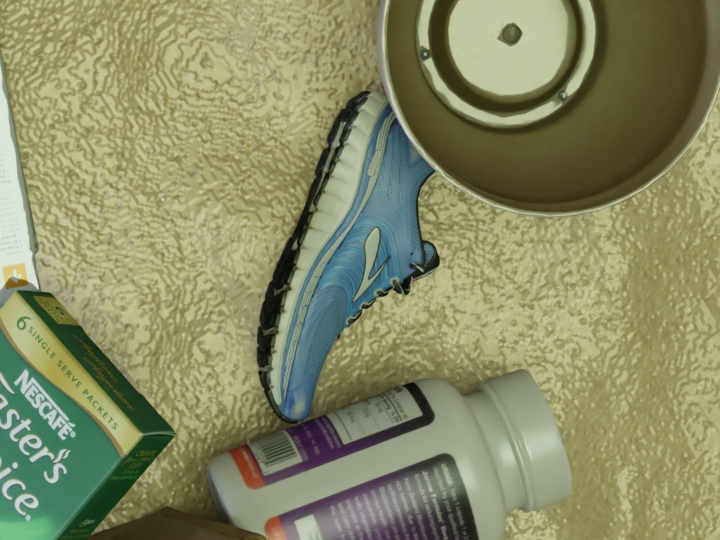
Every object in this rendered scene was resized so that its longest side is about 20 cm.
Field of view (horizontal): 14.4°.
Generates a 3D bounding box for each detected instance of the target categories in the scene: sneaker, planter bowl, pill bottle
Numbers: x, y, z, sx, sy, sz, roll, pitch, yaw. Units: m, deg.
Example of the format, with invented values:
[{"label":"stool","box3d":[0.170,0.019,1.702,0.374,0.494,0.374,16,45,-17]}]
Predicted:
[{"label":"sneaker","box3d":[0.000,0.000,1.687,0.089,0.079,0.201,23,93,-10]},{"label":"planter bowl","box3d":[0.097,-0.135,1.656,0.199,0.135,0.202,-1,95,-10]},{"label":"pill bottle","box3d":[0.019,0.130,1.689,0.199,0.111,0.112,-20,100,-8]}]

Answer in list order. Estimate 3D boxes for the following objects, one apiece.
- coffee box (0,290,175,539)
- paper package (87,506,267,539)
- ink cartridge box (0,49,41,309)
[{"label":"coffee box","box3d":[-0.211,0.122,1.632,0.200,0.044,0.123,-48,69,14]},{"label":"paper package","box3d":[-0.092,0.249,1.632,0.103,0.190,0.201,-22,98,-20]},{"label":"ink cartridge box","box3d":[-0.292,-0.047,1.647,0.198,0.041,0.201,-10,100,-8]}]
